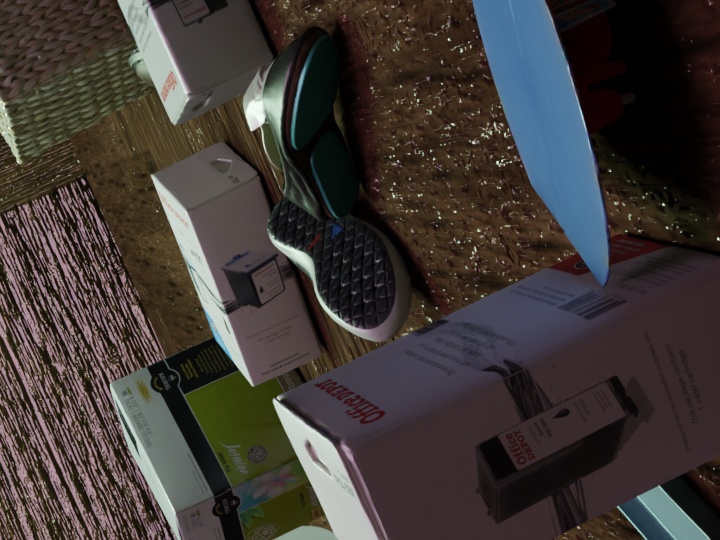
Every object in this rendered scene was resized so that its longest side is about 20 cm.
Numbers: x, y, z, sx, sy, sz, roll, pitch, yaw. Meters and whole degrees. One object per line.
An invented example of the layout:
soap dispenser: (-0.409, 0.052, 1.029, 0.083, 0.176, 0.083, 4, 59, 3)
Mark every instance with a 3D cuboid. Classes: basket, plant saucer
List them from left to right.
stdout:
basket: (-0.347, -0.255, 2.285, 0.161, 0.199, 0.198, 57, 167, 13)
plant saucer: (0.159, 0.120, 1.155, 0.200, 0.019, 0.070, -129, 18, -55)

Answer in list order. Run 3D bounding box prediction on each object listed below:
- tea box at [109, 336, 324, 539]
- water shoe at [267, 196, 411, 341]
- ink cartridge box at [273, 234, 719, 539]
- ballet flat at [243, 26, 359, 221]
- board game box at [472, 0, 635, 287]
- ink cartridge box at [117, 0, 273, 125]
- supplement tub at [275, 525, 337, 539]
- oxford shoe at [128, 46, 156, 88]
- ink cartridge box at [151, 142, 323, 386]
tea box: (-0.145, 0.192, 2.254, 0.200, 0.196, 0.134, 58, 166, 37)
water shoe: (0.000, 0.000, 1.571, 0.079, 0.072, 0.200, 39, -174, -38)
ink cartridge box: (0.075, 0.065, 0.954, 0.083, 0.199, 0.147, 67, 169, -11)
ballet flat: (-0.049, -0.107, 1.485, 0.068, 0.068, 0.201, 23, 149, 22)
board game box: (0.097, -0.090, 0.948, 0.200, 0.039, 0.159, -114, 7, -62)
ink cartridge box: (-0.155, -0.236, 1.699, 0.201, 0.083, 0.147, 67, 169, 0)
supplement tub: (-0.054, 0.410, 2.422, 0.145, 0.144, 0.201, 56, 165, 39)
oxford shoe: (-0.168, -0.184, 1.903, 0.085, 0.072, 0.200, 64, 169, -3)
ink cartridge box: (-0.123, -0.008, 2.028, 0.201, 0.085, 0.146, 69, 168, -23)
